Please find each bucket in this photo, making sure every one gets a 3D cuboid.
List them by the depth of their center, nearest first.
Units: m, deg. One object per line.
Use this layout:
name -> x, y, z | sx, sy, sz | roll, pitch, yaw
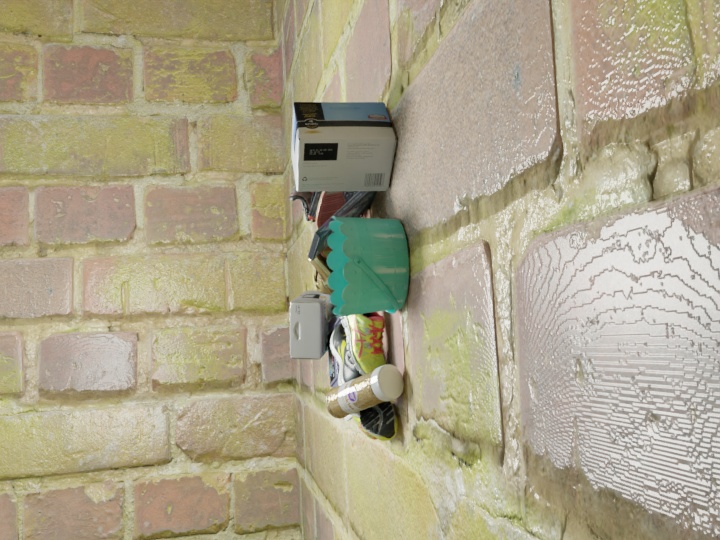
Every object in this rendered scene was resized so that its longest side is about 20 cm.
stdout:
bucket -> 0.012, -0.009, 1.495 | 0.207, 0.132, 0.212 | 178, 90, -80

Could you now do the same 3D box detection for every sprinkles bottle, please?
sprinkles bottle -> 0.006, 0.250, 1.553 | 0.199, 0.067, 0.070 | -32, 57, 48

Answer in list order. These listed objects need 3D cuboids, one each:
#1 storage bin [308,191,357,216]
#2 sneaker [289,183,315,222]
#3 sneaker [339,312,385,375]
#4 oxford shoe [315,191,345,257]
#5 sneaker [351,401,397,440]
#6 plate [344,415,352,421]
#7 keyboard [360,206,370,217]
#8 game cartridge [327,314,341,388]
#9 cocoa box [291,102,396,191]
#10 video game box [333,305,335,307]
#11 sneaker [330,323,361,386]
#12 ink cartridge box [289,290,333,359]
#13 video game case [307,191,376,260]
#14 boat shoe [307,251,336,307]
storage bin -> -0.052, -0.218, 1.775 | 0.201, 0.092, 0.138 | 115, 167, -57
sneaker -> -0.102, -0.150, 1.928 | 0.082, 0.199, 0.077 | -53, 22, -4
sneaker -> 0.018, 0.136, 1.612 | 0.090, 0.077, 0.203 | -33, 69, 34
oxford shoe -> -0.078, -0.124, 1.731 | 0.202, 0.069, 0.075 | 99, 155, -44
sneaker -> 0.038, 0.325, 1.620 | 0.091, 0.077, 0.200 | 61, 168, -17
plate -> -0.002, 0.242, 1.815 | 0.200, 0.032, 0.204 | 130, 139, -62
keyboard -> -0.012, -0.174, 1.832 | 0.200, 0.039, 0.107 | -162, 71, -79
game cartridge -> -0.050, 0.202, 1.869 | 0.130, 0.038, 0.204 | 129, 141, -56
cocoa box -> -0.039, -0.254, 1.547 | 0.133, 0.195, 0.135 | -103, 15, -45
video game box -> -0.041, 0.086, 2.009 | 0.182, 0.046, 0.205 | 139, 129, -73
sneaker -> -0.014, 0.186, 1.711 | 0.085, 0.073, 0.202 | -59, 30, 33
ink cartridge box -> -0.123, 0.139, 1.975 | 0.200, 0.084, 0.151 | -47, -43, -80
video game case -> -0.033, -0.114, 1.638 | 0.019, 0.200, 0.143 | 44, 160, 7
boat shoe -> -0.078, 0.029, 1.844 | 0.201, 0.066, 0.075 | 53, -167, -36
